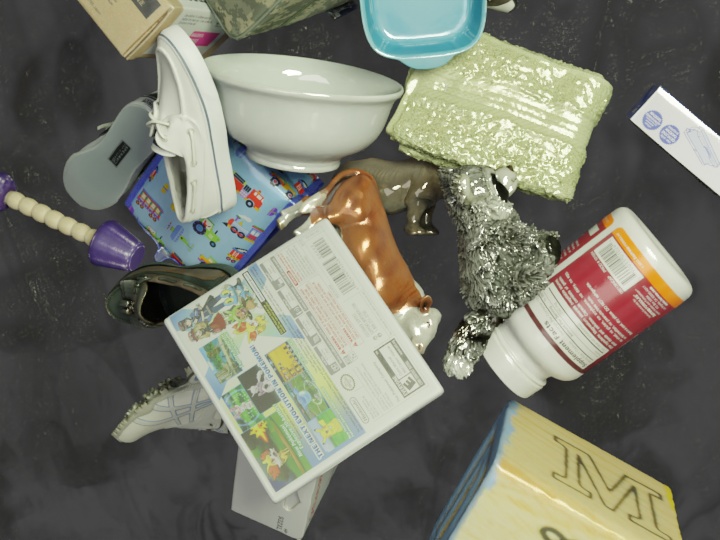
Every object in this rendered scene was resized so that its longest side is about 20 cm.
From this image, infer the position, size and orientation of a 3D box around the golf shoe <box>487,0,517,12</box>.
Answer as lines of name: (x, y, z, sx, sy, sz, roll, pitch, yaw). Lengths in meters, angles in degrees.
golf shoe: (0.164, -0.346, 0.934, 0.094, 0.078, 0.200, 34, 117, 2)

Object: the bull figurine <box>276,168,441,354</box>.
bull figurine: (0.000, 0.000, 0.964, 0.121, 0.065, 0.200, -19, 84, -16)

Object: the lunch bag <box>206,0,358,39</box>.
lunch bag: (-0.082, -0.342, 0.944, 0.139, 0.168, 0.200, -30, 91, 51)

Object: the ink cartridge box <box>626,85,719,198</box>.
ink cartridge box: (0.347, -0.098, 0.926, 0.200, 0.094, 0.044, 41, 107, 3)

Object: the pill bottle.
pill bottle: (0.221, 0.038, 0.973, 0.200, 0.113, 0.113, -39, 90, 18)

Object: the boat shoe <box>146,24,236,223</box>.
boat shoe: (-0.169, -0.131, 0.920, 0.074, 0.065, 0.200, 35, 145, 47)

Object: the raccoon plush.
raccoon plush: (0.103, -0.007, 0.928, 0.134, 0.097, 0.200, 32, 78, -19)

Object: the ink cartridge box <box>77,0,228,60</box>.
ink cartridge box: (-0.219, -0.296, 0.963, 0.075, 0.200, 0.165, -39, 91, 17)

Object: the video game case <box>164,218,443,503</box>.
video game case: (-0.054, 0.079, 0.885, 0.182, 0.022, 0.200, -33, 75, -6)

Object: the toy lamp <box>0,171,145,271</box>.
toy lamp: (-0.342, -0.054, 1.110, 0.200, 0.058, 0.058, 23, 105, 10)

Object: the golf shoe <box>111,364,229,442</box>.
golf shoe: (-0.198, 0.163, 1.119, 0.200, 0.078, 0.097, -33, 98, 18)

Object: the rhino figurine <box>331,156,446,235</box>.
rhino figurine: (0.060, -0.080, 1.014, 0.200, 0.060, 0.088, -4, 90, 11)

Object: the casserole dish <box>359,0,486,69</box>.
casserole dish: (0.056, -0.294, 0.910, 0.121, 0.039, 0.200, -5, 112, 0)

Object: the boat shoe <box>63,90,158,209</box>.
boat shoe: (-0.262, -0.138, 1.074, 0.074, 0.068, 0.199, 44, 132, -5)

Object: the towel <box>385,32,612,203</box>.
towel: (0.139, -0.160, 0.967, 0.200, 0.036, 0.148, 21, 85, 4)

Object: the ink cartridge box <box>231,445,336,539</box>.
ink cartridge box: (-0.051, 0.148, 0.992, 0.084, 0.200, 0.145, 21, 134, 9)

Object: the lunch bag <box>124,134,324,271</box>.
lunch bag: (-0.167, -0.072, 1.063, 0.151, 0.094, 0.200, 45, 116, -1)

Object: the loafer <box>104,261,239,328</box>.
loafer: (-0.221, 0.030, 1.074, 0.200, 0.063, 0.072, -9, 106, 33)

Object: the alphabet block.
alphabet block: (0.190, 0.282, 0.987, 0.200, 0.196, 0.195, 28, 108, 6)

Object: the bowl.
bowl: (-0.062, -0.154, 0.962, 0.201, 0.201, 0.090, 13, 112, 10)
